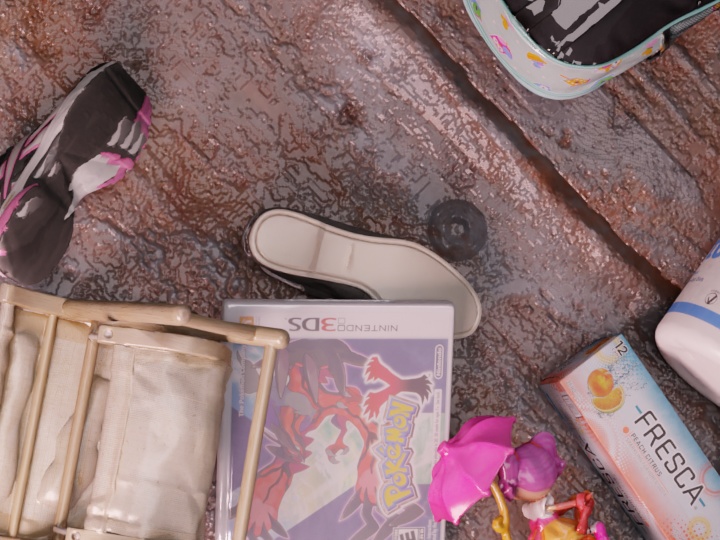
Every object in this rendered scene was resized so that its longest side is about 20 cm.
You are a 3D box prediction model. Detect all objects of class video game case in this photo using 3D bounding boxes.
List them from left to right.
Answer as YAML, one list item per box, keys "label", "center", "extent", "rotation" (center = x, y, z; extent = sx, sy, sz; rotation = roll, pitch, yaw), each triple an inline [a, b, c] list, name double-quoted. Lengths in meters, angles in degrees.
- label: "video game case"
  center: [-0.020, 0.122, 1.574]
  extent: [0.180, 0.023, 0.202]
  rotation: [0, 99, -11]

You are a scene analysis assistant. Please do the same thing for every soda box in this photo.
- label: "soda box"
  center: [0.228, 0.150, 1.621]
  extent: [0.068, 0.064, 0.201]
  rotation: [-35, 92, -12]

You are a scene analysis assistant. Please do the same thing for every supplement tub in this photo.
- label: "supplement tub"
  center: [0.338, 0.011, 1.621]
  extent: [0.132, 0.132, 0.201]
  rotation: [38, 78, -5]

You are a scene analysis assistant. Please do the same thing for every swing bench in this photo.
- label: "swing bench"
  center: [-0.178, 0.124, 1.500]
  extent: [0.129, 0.199, 0.201]
  rotation: [17, 81, -50]

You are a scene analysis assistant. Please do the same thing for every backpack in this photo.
- label: "backpack"
  center: [0.177, -0.234, 1.602]
  extent: [0.199, 0.153, 0.176]
  rotation: [-34, 89, -22]

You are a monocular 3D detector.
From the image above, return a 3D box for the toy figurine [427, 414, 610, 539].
- label: "toy figurine"
  center: [0.131, 0.195, 1.559]
  extent: [0.199, 0.150, 0.186]
  rotation: [-19, 90, -36]

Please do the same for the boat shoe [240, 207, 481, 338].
- label: "boat shoe"
  center: [0.000, 0.000, 1.603]
  extent: [0.199, 0.057, 0.067]
  rotation: [22, 84, -13]

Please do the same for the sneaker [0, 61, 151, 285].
- label: "sneaker"
  center: [-0.241, -0.082, 1.549]
  extent: [0.201, 0.086, 0.081]
  rotation: [-55, 133, -30]
